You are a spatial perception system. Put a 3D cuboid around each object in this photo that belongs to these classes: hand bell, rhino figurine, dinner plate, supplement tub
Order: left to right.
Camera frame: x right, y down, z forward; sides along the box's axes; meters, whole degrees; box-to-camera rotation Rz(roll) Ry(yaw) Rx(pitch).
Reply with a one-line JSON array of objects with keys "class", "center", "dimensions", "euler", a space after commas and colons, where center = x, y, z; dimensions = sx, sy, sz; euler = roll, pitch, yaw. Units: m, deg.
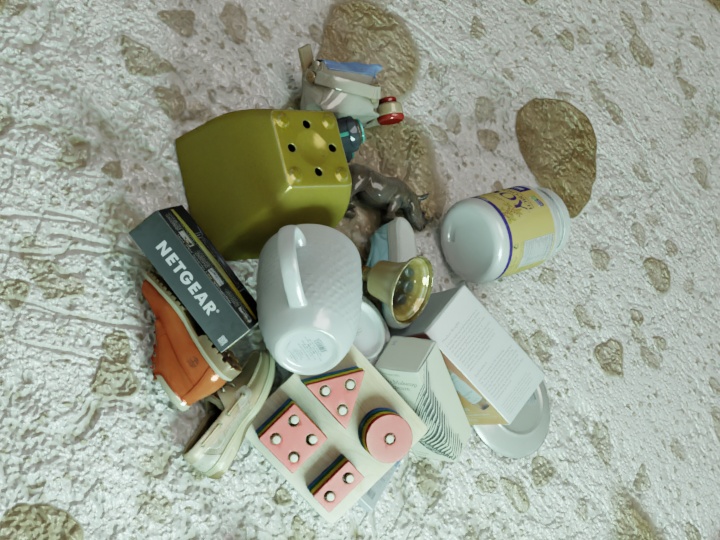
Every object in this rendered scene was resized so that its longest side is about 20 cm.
[{"class": "hand bell", "center": [0.000, 0.000, 1.716], "dimensions": [0.104, 0.199, 0.105], "euler": [-30, 131, -43]}, {"class": "rhino figurine", "center": [0.047, -0.115, 1.874], "dimensions": [0.199, 0.060, 0.088], "euler": [18, 65, -33]}, {"class": "supplement tub", "center": [0.250, -0.066, 1.956], "dimensions": [0.199, 0.145, 0.146], "euler": [-16, 82, -41]}, {"class": "dinner plate", "center": [0.253, 0.215, 1.925], "dimensions": [0.199, 0.024, 0.201], "euler": [16, 63, -34]}]

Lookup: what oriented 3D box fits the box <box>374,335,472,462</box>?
[{"class": "box", "center": [0.096, 0.193, 1.706], "dimensions": [0.068, 0.082, 0.201], "euler": [-56, 135, -36]}]

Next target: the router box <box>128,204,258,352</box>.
[{"class": "router box", "center": [-0.217, 0.007, 1.552], "dimensions": [0.200, 0.052, 0.157], "euler": [53, 6, -2]}]

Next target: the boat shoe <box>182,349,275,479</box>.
[{"class": "boat shoe", "center": [-0.180, 0.184, 1.568], "dimensions": [0.065, 0.072, 0.201], "euler": [38, 58, -21]}]

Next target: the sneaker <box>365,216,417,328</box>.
[{"class": "sneaker", "center": [0.045, 0.014, 1.802], "dimensions": [0.074, 0.082, 0.201], "euler": [37, 42, -34]}]

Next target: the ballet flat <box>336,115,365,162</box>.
[{"class": "ballet flat", "center": [-0.041, -0.201, 1.782], "dimensions": [0.073, 0.200, 0.074], "euler": [0, 89, -8]}]

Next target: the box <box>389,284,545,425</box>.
[{"class": "box", "center": [0.158, 0.137, 1.783], "dimensions": [0.200, 0.152, 0.106], "euler": [47, 66, -12]}]

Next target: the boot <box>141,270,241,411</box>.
[{"class": "boot", "center": [-0.256, 0.092, 1.541], "dimensions": [0.200, 0.107, 0.075], "euler": [53, 9, 25]}]

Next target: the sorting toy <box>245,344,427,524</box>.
[{"class": "sorting toy", "center": [-0.032, 0.225, 1.601], "dimensions": [0.199, 0.070, 0.200], "euler": [-43, 102, -7]}]

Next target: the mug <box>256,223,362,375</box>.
[{"class": "mug", "center": [-0.075, 0.030, 1.536], "dimensions": [0.176, 0.147, 0.201], "euler": [-92, 169, -48]}]

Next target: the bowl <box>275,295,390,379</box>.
[{"class": "bowl", "center": [-0.026, 0.102, 1.693], "dimensions": [0.200, 0.090, 0.202], "euler": [16, 59, -28]}]

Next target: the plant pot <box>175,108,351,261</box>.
[{"class": "plant pot", "center": [-0.122, -0.139, 1.658], "dimensions": [0.193, 0.200, 0.197], "euler": [-5, 76, -39]}]

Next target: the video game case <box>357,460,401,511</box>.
[{"class": "video game case", "center": [0.011, 0.241, 1.727], "dimensions": [0.143, 0.018, 0.200], "euler": [46, 50, -13]}]

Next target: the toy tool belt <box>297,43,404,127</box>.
[{"class": "toy tool belt", "center": [-0.015, -0.305, 1.863], "dimensions": [0.199, 0.125, 0.124], "euler": [-3, 82, -39]}]
